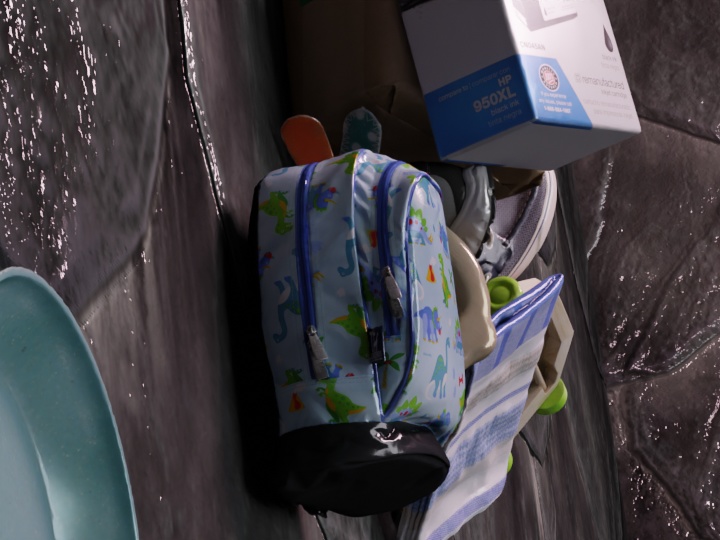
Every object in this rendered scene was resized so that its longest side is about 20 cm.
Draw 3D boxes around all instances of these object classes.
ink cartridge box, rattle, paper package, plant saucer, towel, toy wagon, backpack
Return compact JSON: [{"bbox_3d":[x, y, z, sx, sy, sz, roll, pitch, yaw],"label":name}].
[{"bbox_3d":[0.099,-0.177,1.670,0.145,0.084,0.200,1,71,-54],"label":"ink cartridge box"},{"bbox_3d":[0.000,0.000,1.655,0.200,0.130,0.143,54,-5,8],"label":"rattle"},{"bbox_3d":[0.035,-0.167,1.747,0.191,0.103,0.200,27,51,-48],"label":"paper package"},{"bbox_3d":[-0.129,0.100,0.929,0.200,0.036,0.200,-10,90,-79],"label":"plant saucer"},{"bbox_3d":[0.087,0.109,1.757,0.147,0.024,0.200,-33,145,-50],"label":"towel"},{"bbox_3d":[0.085,0.098,1.837,0.200,0.040,0.155,-49,145,-15],"label":"toy wagon"},{"bbox_3d":[-0.004,0.030,1.449,0.200,0.154,0.163,70,13,19],"label":"backpack"}]

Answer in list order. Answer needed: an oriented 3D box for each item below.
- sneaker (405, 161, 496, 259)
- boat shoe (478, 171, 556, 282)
[{"bbox_3d":[0.031,0.005,1.708,0.074,0.079,0.200,-93,-162,-57],"label":"sneaker"},{"bbox_3d":[0.075,-0.014,1.821,0.200,0.075,0.093,-59,157,-5],"label":"boat shoe"}]
